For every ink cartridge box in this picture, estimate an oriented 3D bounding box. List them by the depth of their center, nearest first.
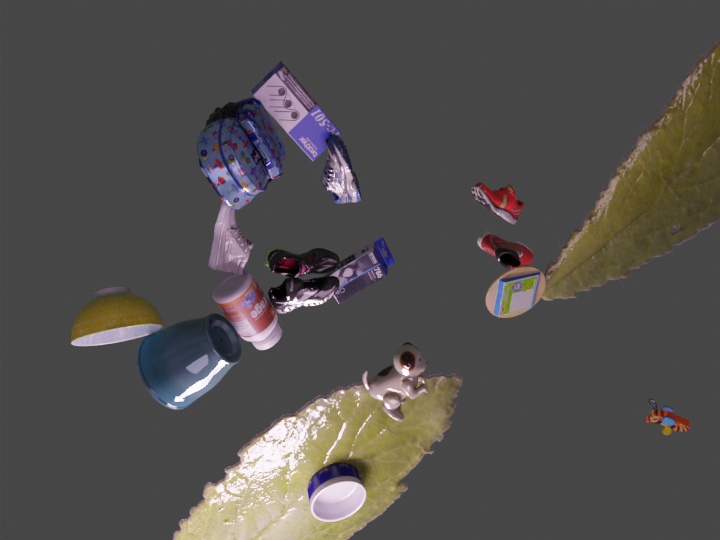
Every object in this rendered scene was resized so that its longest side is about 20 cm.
[{"bbox_3d":[-0.139,-0.352,1.152,0.094,0.044,0.200,-40,124,8],"label":"ink cartridge box"},{"bbox_3d":[0.000,0.000,1.408,0.198,0.039,0.100,-32,123,0],"label":"ink cartridge box"}]

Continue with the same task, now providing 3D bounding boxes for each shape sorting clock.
[{"bbox_3d":[0.482,0.067,1.611,0.196,0.039,0.203,-10,129,-13],"label":"shape sorting clock"}]

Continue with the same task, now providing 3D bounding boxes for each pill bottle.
[{"bbox_3d":[-0.282,0.106,1.326,0.111,0.113,0.202,-28,125,-1],"label":"pill bottle"}]

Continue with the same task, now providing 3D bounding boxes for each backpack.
[{"bbox_3d":[-0.248,-0.237,1.074,0.133,0.201,0.184,-17,125,15],"label":"backpack"}]

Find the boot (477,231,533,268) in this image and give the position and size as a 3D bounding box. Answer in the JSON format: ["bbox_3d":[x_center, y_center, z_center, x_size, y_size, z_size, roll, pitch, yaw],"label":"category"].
[{"bbox_3d":[0.443,-0.035,1.477,0.197,0.145,0.073,16,111,-28],"label":"boot"}]

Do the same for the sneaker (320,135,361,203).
[{"bbox_3d":[-0.057,-0.225,1.218,0.084,0.078,0.201,-15,141,5],"label":"sneaker"}]

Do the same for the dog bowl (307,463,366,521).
[{"bbox_3d":[-0.084,0.773,1.801,0.197,0.079,0.203,-9,122,-14],"label":"dog bowl"}]

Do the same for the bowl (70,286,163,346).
[{"bbox_3d":[-0.573,0.100,1.211,0.197,0.200,0.110,-12,80,-12],"label":"bowl"}]

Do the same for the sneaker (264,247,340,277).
[{"bbox_3d":[-0.145,-0.012,1.322,0.196,0.084,0.078,-3,121,-17],"label":"sneaker"}]

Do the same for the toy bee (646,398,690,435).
[{"bbox_3d":[1.266,0.613,2.173,0.130,0.200,0.109,-34,164,-38],"label":"toy bee"}]

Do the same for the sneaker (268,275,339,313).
[{"bbox_3d":[-0.152,0.051,1.335,0.197,0.067,0.091,-18,143,12],"label":"sneaker"}]

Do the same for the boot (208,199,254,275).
[{"bbox_3d":[-0.297,-0.082,1.230,0.094,0.074,0.202,14,123,-10],"label":"boot"}]

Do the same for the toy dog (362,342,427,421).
[{"bbox_3d":[0.123,0.319,1.594,0.193,0.139,0.202,35,109,6],"label":"toy dog"}]

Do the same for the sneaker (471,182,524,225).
[{"bbox_3d":[0.376,-0.200,1.408,0.198,0.077,0.086,24,104,-40],"label":"sneaker"}]

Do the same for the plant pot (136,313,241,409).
[{"bbox_3d":[-0.404,0.206,1.268,0.186,0.201,0.201,-29,125,14],"label":"plant pot"}]
